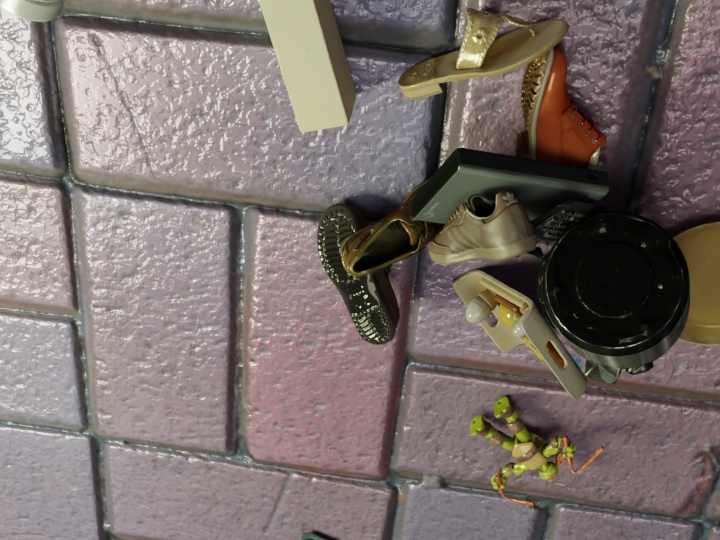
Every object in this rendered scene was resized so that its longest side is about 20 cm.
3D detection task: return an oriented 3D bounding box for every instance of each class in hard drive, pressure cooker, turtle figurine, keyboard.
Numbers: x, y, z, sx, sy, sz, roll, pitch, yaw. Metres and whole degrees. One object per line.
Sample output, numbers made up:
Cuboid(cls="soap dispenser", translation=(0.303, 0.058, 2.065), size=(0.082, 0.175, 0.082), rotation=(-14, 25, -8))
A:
Cuboid(cls="hard drive", translation=(0.177, -0.091, 1.289), size=(0.198, 0.033, 0.140), rotation=(7, 155, -20))
Cuboid(cls="pressure cooker", translation=(0.317, 0.034, 1.313), size=(0.175, 0.180, 0.200), rotation=(-33, 161, 9))
Cuboid(cls="turtle figurine", translation=(0.253, 0.260, 1.598), size=(0.161, 0.065, 0.200), rotation=(44, 130, -13))
Cuboid(cls="keyboard", translation=(0.248, -0.045, 1.318), size=(0.127, 0.199, 0.021), rotation=(-31, 72, 29))

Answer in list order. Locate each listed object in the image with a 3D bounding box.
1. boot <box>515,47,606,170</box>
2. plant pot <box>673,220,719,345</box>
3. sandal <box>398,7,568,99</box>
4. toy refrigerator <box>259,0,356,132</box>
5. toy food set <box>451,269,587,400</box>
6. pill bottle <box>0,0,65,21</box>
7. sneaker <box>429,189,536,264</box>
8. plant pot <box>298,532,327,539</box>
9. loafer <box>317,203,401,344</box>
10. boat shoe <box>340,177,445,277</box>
Cuboid(cls="boot", translation=(0.243, -0.183, 1.275), size=(0.106, 0.075, 0.201), rotation=(1, 135, 5))
Cuboid(cls="plant pot", translation=(0.470, 0.014, 1.406), size=(0.198, 0.028, 0.202), rotation=(4, 126, 6))
Cuboid(cls="sandal", translation=(0.127, -0.263, 1.225), size=(0.210, 0.078, 0.070), rotation=(-17, 126, 27))
Cuboid(cls="toy refrigerator", translation=(-0.066, -0.270, 1.251), size=(0.069, 0.076, 0.201), rotation=(-8, 125, 14))
Cuboid(cls="toy food set", translation=(0.205, 0.087, 1.412), size=(0.060, 0.200, 0.144), rotation=(-41, 115, -5))
Cuboid(cls="pill bottle", translation=(-0.342, -0.384, 1.184), size=(0.119, 0.120, 0.200), rotation=(30, 125, -13))
Cuboid(cls="sneaker", translation=(0.140, -0.053, 1.261), size=(0.070, 0.200, 0.076), rotation=(-18, 96, -26))
Cuboid(cls="plant pot", translation=(-0.065, 0.605, 1.832), size=(0.195, 0.197, 0.201), rotation=(23, 137, -9))
Cuboid(cls="loafer", translation=(0.000, 0.000, 1.448), size=(0.072, 0.071, 0.202), rotation=(-10, 108, 26))
Cuboid(cls="boat shoe", translation=(0.066, -0.052, 1.357), size=(0.199, 0.068, 0.072), rotation=(-36, 106, 3))
